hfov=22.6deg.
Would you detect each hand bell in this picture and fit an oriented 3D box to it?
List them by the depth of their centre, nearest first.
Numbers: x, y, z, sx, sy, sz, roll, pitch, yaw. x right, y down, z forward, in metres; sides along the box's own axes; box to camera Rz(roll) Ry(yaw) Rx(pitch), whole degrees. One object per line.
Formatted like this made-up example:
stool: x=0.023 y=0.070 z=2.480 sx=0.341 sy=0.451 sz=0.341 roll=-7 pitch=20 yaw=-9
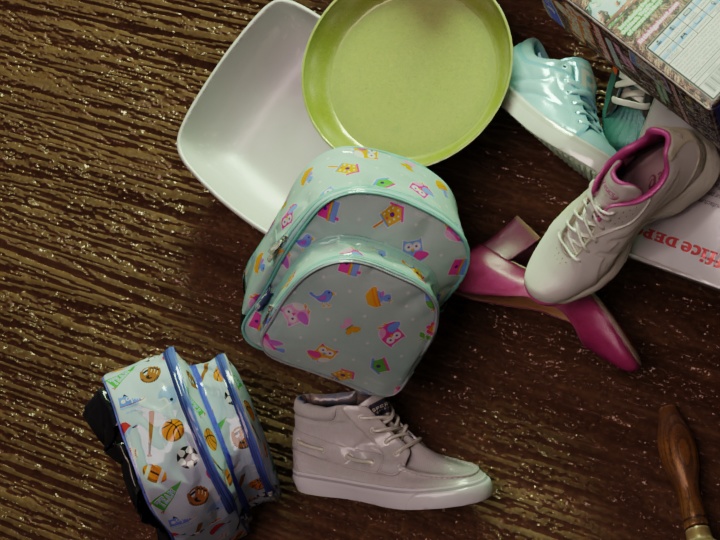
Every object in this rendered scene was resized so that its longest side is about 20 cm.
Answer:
hand bell: x=0.279 y=0.207 z=1.512 sx=0.104 sy=0.104 sz=0.200 roll=-22 pitch=59 yaw=21

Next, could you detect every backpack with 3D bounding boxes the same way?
backpack: x=0.000 y=0.000 z=1.584 sx=0.176 sy=0.153 sz=0.200 roll=22 pitch=113 yaw=-15
backpack: x=-0.163 y=0.163 z=1.663 sx=0.154 sy=0.191 sz=0.200 roll=-30 pitch=68 yaw=1

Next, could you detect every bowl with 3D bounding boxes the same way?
bowl: x=-0.058 y=-0.137 z=1.734 sx=0.200 sy=0.075 sz=0.200 roll=40 pitch=98 yaw=26

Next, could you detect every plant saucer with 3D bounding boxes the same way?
plant saucer: x=0.045 y=-0.181 z=1.638 sx=0.200 sy=0.031 sz=0.200 roll=-5 pitch=73 yaw=17

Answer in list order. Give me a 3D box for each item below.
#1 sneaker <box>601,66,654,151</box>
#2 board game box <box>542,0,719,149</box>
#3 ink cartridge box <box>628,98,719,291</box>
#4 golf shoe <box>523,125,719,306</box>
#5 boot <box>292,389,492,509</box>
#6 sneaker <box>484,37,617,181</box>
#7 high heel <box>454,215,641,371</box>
sneaker: x=0.253 y=-0.197 z=1.588 sx=0.071 sy=0.080 sz=0.200 roll=16 pitch=85 yaw=26
board game box: x=0.264 y=-0.224 z=1.433 sx=0.159 sy=0.097 sz=0.200 roll=-46 pitch=65 yaw=-1
ink cartridge box: x=0.312 y=-0.085 z=1.537 sx=0.146 sy=0.084 sz=0.200 roll=23 pitch=91 yaw=29
golf shoe: x=0.202 y=-0.050 z=1.489 sx=0.200 sy=0.092 sz=0.075 roll=-45 pitch=61 yaw=16
boot: x=0.023 y=0.158 z=1.627 sx=0.200 sy=0.074 sz=0.096 roll=2 pitch=102 yaw=27
sneaker: x=0.181 y=-0.150 z=1.599 sx=0.082 sy=0.074 sz=0.200 roll=-50 pitch=47 yaw=8
high heel: x=0.162 y=0.043 z=1.595 sx=0.096 sy=0.067 sz=0.200 roll=-42 pitch=50 yaw=2
